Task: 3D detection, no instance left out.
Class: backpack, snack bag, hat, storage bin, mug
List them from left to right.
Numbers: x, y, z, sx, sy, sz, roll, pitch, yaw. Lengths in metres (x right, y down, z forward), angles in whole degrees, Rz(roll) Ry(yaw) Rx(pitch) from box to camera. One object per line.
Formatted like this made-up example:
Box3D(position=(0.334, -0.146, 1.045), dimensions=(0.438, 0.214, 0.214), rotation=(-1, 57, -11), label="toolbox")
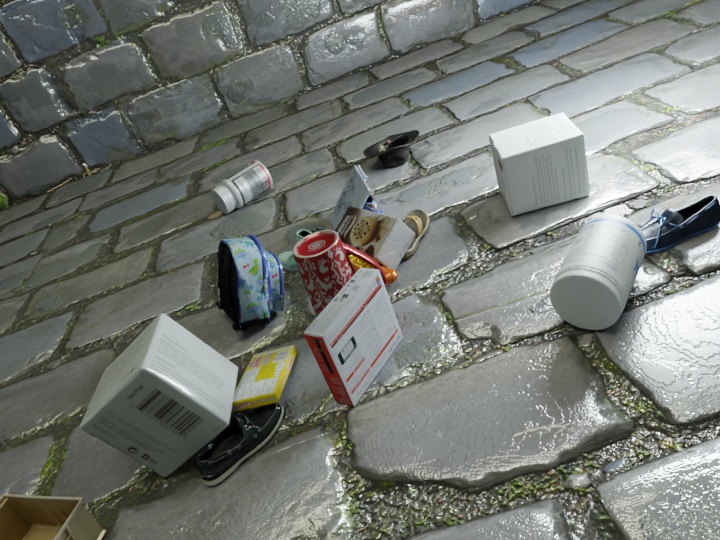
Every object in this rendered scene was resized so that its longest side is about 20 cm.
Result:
Box3D(position=(-0.582, 0.499, 1.023), dimensions=(0.198, 0.094, 0.199), rotation=(-7, 34, 22), label="storage bin")
Box3D(position=(-0.272, 0.017, 1.468), dimensions=(0.146, 0.202, 0.183), rotation=(-13, 24, -25), label="backpack")
Box3D(position=(-0.051, 0.010, 1.345), dimensions=(0.177, 0.201, 0.133), rotation=(-36, 33, -22), label="mug")
Box3D(position=(-0.027, -0.185, 1.689), dimensions=(0.021, 0.190, 0.200), rotation=(18, 22, -22), label="snack bag")
Box3D(position=(0.111, -0.387, 1.970), dimensions=(0.199, 0.082, 0.201), rotation=(-19, 23, 8), label="hat")

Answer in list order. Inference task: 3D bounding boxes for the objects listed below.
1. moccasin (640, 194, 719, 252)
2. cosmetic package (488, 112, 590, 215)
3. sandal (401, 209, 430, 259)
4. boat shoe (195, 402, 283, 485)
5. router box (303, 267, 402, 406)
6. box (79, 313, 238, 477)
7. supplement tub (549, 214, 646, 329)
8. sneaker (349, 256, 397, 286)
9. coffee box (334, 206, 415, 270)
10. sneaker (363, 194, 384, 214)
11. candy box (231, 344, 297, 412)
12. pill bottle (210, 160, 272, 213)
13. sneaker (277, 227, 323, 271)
Box3D(position=(0.633, -0.101, 1.224), dimensions=(0.198, 0.069, 0.081), rotation=(-24, 31, -4), label="moccasin")
Box3D(position=(0.444, -0.267, 1.499), dimensions=(0.198, 0.166, 0.165), rotation=(-15, 31, 10), label="cosmetic package")
Box3D(position=(0.127, -0.105, 1.551), dimensions=(0.080, 0.054, 0.201), rotation=(-4, 36, 28), label="sandal")
Box3D(position=(-0.229, 0.307, 1.127), dimensions=(0.199, 0.067, 0.074), rotation=(-39, 34, -26), label="boat shoe")
Box3D(position=(-0.007, 0.126, 1.160), dimensions=(0.048, 0.181, 0.200), rotation=(6, 40, 37), label="router box")
Box3D(position=(-0.375, 0.237, 1.141), dimensions=(0.200, 0.199, 0.172), rotation=(-40, 26, 19), label="box")
Box3D(position=(0.448, -0.001, 1.125), dimensions=(0.131, 0.133, 0.200), rotation=(6, 42, 37), label="supplement tub")
Box3D(position=(0.000, 0.000, 1.449), dimensions=(0.199, 0.078, 0.073), rotation=(8, 40, 36), label="sneaker")
Box3D(position=(0.026, -0.082, 1.515), dimensions=(0.199, 0.080, 0.114), rotation=(20, 77, 49), label="coffee box")
Box3D(position=(0.010, -0.195, 1.736), dimensions=(0.075, 0.079, 0.200), rotation=(-30, 32, -16), label="sneaker")
Box3D(position=(-0.197, 0.219, 1.240), dimensions=(0.101, 0.027, 0.200), rotation=(-17, 18, 12), label="candy box")
Box3D(position=(-0.418, -0.291, 2.109), dimensions=(0.200, 0.115, 0.113), rotation=(-38, 35, -25), label="pill bottle")
Box3D(position=(-0.159, -0.062, 1.599), dimensions=(0.199, 0.119, 0.074), rotation=(1, 39, 34), label="sneaker")
